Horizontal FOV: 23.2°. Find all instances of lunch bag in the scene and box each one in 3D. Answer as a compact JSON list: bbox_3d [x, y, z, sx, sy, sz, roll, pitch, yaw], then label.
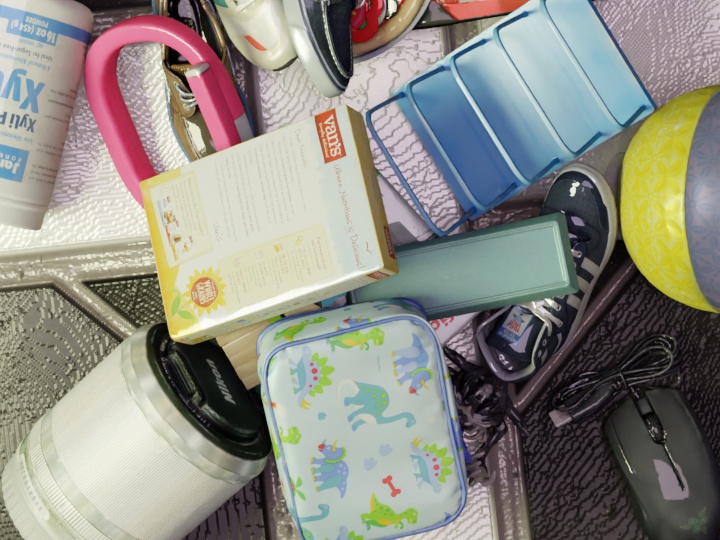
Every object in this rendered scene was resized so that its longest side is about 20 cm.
[{"bbox_3d":[0.004,0.128,1.469,0.160,0.082,0.201,-14,107,-5],"label":"lunch bag"}]

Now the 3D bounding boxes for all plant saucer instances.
[{"bbox_3d":[0.082,0.003,1.498,0.199,0.019,0.070,-11,88,10],"label":"plant saucer"}]

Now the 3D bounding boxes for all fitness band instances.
[{"bbox_3d":[-0.165,-0.123,1.523,0.143,0.037,0.200,-5,116,35],"label":"fitness band"}]

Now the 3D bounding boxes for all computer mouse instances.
[{"bbox_3d":[0.272,0.172,1.607,0.138,0.053,0.200,-28,94,-3],"label":"computer mouse"}]

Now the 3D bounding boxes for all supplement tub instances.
[{"bbox_3d":[-0.314,-0.145,1.516,0.132,0.132,0.201,13,91,-4],"label":"supplement tub"}]

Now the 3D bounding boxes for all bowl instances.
[{"bbox_3d":[0.278,-0.064,1.556,0.107,0.200,0.201,3,93,33],"label":"bowl"}]

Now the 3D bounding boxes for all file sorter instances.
[{"bbox_3d":[0.124,-0.138,1.511,0.200,0.123,0.139,-31,92,26],"label":"file sorter"}]

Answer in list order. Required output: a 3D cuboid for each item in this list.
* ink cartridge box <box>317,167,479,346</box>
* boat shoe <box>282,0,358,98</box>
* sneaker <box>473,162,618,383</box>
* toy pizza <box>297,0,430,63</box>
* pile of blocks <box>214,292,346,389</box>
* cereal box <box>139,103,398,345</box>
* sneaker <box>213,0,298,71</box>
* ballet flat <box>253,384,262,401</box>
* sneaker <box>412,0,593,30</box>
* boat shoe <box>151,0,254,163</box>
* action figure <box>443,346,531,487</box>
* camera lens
[{"bbox_3d":[0.000,0.000,1.566,0.147,0.083,0.200,-44,95,0],"label":"ink cartridge box"},{"bbox_3d":[-0.018,-0.253,1.495,0.091,0.071,0.201,-14,90,19],"label":"boat shoe"},{"bbox_3d":[0.159,0.010,1.524,0.070,0.108,0.200,28,127,23],"label":"sneaker"},{"bbox_3d":[-0.028,-0.281,1.549,0.200,0.032,0.201,2,97,14],"label":"toy pizza"},{"bbox_3d":[-0.048,0.008,1.497,0.082,0.062,0.200,36,98,-20],"label":"pile of blocks"},{"bbox_3d":[-0.077,-0.036,1.440,0.199,0.040,0.144,-18,73,19],"label":"cereal box"},{"bbox_3d":[-0.119,-0.262,1.512,0.070,0.093,0.200,-28,78,23],"label":"sneaker"},{"bbox_3d":[-0.099,0.054,1.570,0.069,0.069,0.200,-30,108,-2],"label":"ballet flat"},{"bbox_3d":[0.131,-0.283,1.572,0.201,0.067,0.108,-9,95,-1],"label":"sneaker"},{"bbox_3d":[-0.145,-0.170,1.555,0.072,0.072,0.201,-18,93,-2],"label":"boat shoe"},{"bbox_3d":[0.075,0.148,1.570,0.119,0.102,0.200,44,92,-2],"label":"action figure"},{"bbox_3d":[-0.188,0.155,1.501,0.200,0.160,0.160,-41,95,18],"label":"camera lens"}]
